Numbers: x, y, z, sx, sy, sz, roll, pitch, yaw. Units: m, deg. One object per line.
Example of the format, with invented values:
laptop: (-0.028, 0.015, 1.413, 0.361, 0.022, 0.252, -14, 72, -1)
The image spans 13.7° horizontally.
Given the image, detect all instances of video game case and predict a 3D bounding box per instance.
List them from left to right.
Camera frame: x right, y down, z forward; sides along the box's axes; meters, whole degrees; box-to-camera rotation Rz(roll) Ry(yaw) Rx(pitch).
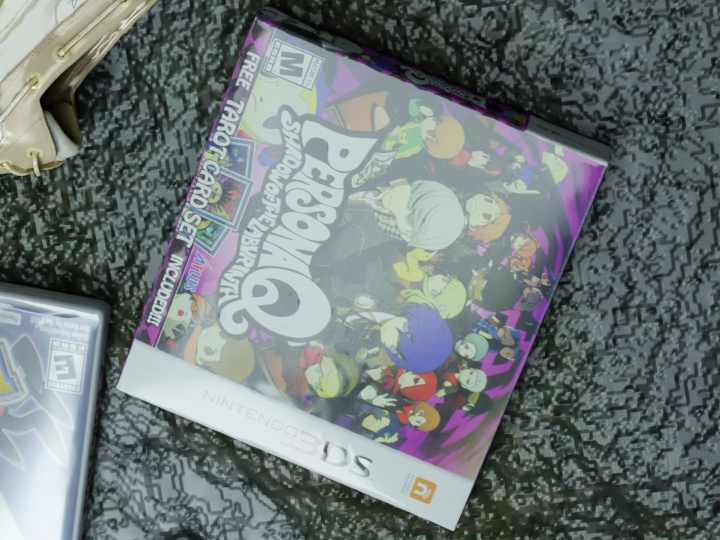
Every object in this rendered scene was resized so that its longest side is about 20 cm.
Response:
video game case: (-0.231, 0.086, 1.494, 0.199, 0.023, 0.183, 10, 106, 6)
video game case: (0.000, 0.000, 1.427, 0.180, 0.036, 0.201, 23, 107, 1)

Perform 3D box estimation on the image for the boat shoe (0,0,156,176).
boat shoe: (-0.160, -0.078, 1.412, 0.069, 0.074, 0.200, 37, 107, 4)
